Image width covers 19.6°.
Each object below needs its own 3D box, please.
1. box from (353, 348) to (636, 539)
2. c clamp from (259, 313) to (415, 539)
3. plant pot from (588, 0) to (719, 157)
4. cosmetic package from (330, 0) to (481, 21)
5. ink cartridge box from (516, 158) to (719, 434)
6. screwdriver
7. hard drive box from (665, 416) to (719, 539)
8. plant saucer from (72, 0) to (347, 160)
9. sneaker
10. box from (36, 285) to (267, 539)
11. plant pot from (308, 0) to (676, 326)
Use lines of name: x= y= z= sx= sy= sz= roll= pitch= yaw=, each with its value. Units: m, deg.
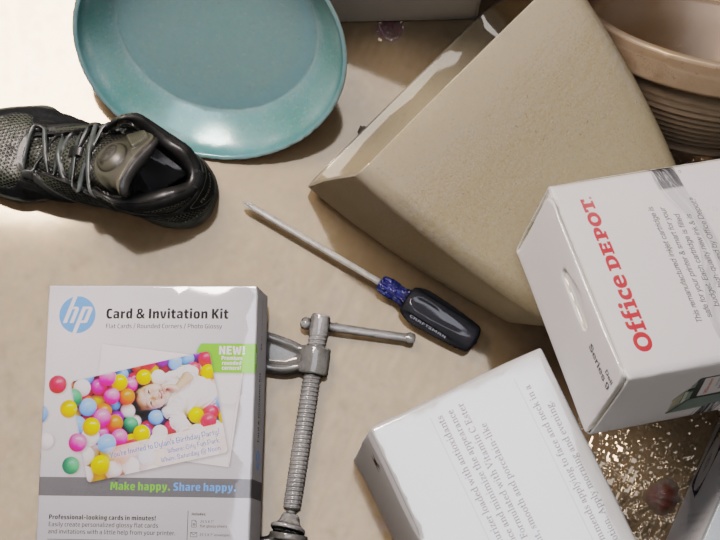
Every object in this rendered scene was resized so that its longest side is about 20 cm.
box: x=0.097 y=0.178 z=1.412 sx=0.131 sy=0.200 sz=0.199 roll=-25 pitch=82 yaw=-7
c clamp: x=-0.066 y=0.121 z=1.504 sx=0.171 sy=0.027 sz=0.200 roll=14 pitch=81 yaw=2
plant pot: x=0.248 y=-0.143 z=1.500 sx=0.201 sy=0.201 sz=0.093 roll=8 pitch=117 yaw=0
cosmetic package: x=-0.010 y=-0.246 z=1.541 sx=0.200 sy=0.081 sz=0.113 roll=1 pitch=81 yaw=-2
ink cartridge box: x=0.220 y=0.011 z=1.349 sx=0.200 sy=0.084 sz=0.146 roll=-9 pitch=62 yaw=-20
screwdriver: x=0.000 y=0.000 z=1.522 sx=0.200 sy=0.029 sz=0.028 roll=32 pitch=81 yaw=-1
hard drive box: x=0.266 y=0.180 z=1.438 sx=0.077 sy=0.156 sz=0.200 roll=25 pitch=80 yaw=2
plant saucer: x=-0.105 y=-0.169 z=1.494 sx=0.200 sy=0.200 sz=0.036 roll=13 pitch=41 yaw=1
sneaker: x=-0.203 y=-0.083 z=1.493 sx=0.199 sy=0.114 sz=0.076 roll=15 pitch=79 yaw=3
box: x=-0.148 y=0.111 z=1.484 sx=0.156 sy=0.041 sz=0.200 roll=0 pitch=78 yaw=8
plant pot: x=0.108 y=-0.069 z=1.467 sx=0.200 sy=0.200 sz=0.177 roll=-45 pitch=99 yaw=-8
